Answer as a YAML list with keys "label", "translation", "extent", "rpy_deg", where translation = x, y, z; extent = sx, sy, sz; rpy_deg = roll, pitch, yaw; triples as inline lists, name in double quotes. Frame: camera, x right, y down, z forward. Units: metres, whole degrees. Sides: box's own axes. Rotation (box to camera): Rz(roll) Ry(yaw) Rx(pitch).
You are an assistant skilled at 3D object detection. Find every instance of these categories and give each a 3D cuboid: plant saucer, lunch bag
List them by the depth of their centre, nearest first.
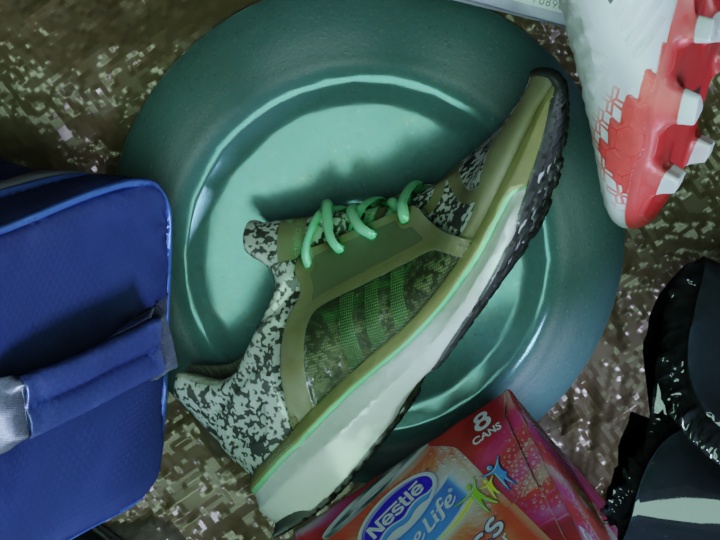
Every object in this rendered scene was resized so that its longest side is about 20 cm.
- label: "lunch bag"
  translation: [-0.146, 0.034, 1.003]
  extent: [0.132, 0.200, 0.137]
  rpy_deg: [12, 110, 28]
- label: "plant saucer"
  translation: [0.002, -0.008, 1.071]
  extent: [0.199, 0.036, 0.201]
  rpy_deg: [0, 105, 1]

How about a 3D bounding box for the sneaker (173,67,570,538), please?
- label: "sneaker"
  translation: [0.000, 0.000, 1.021]
  extent: [0.088, 0.077, 0.200]
  rpy_deg: [37, 104, 3]

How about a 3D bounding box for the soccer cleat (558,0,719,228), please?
- label: "soccer cleat"
  translation: [0.088, -0.113, 0.980]
  extent: [0.085, 0.069, 0.201]
  rpy_deg: [12, 118, 21]

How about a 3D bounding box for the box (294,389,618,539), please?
- label: "box"
  translation: [0.075, 0.151, 1.045]
  extent: [0.099, 0.096, 0.200]
  rpy_deg: [-34, 131, 9]

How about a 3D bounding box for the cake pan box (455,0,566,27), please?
- label: "cake pan box"
  translation: [0.036, -0.193, 1.012]
  extent: [0.199, 0.052, 0.185]
  rpy_deg: [13, 108, -3]

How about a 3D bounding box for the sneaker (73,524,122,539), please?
- label: "sneaker"
  translation: [-0.120, 0.141, 1.077]
  extent: [0.199, 0.114, 0.076]
  rpy_deg: [28, 103, -5]

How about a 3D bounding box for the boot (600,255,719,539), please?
- label: "boot"
  translation: [0.188, 0.028, 0.985]
  extent: [0.167, 0.076, 0.201]
  rpy_deg: [22, 90, 1]
